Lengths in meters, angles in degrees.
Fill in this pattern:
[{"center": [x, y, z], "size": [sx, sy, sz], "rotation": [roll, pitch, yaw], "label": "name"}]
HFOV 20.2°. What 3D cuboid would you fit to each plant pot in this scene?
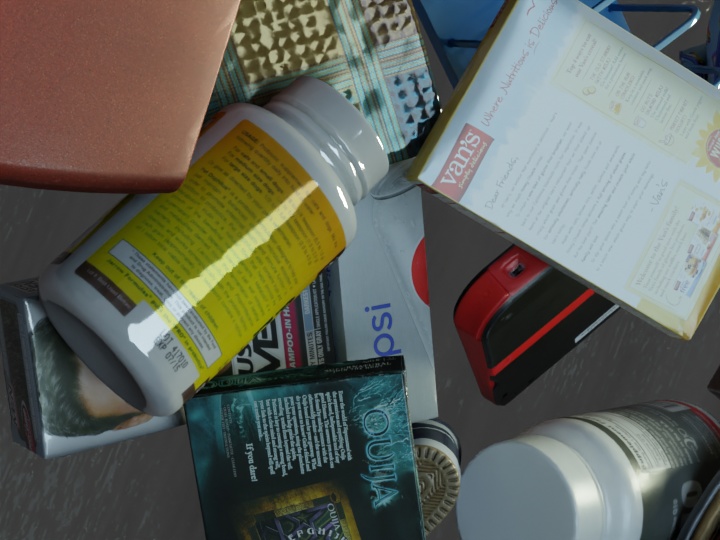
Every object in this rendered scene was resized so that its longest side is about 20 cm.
[{"center": [-0.178, -0.136, 1.090], "size": [0.176, 0.200, 0.200], "rotation": [17, 88, -31], "label": "plant pot"}]

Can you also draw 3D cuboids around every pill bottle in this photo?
[{"center": [-0.079, -0.019, 1.149], "size": [0.200, 0.109, 0.109], "rotation": [-44, 116, -18], "label": "pill bottle"}, {"center": [0.160, 0.151, 1.346], "size": [0.200, 0.114, 0.114], "rotation": [-5, 100, -50], "label": "pill bottle"}]

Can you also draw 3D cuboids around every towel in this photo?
[{"center": [-0.059, -0.116, 1.217], "size": [0.200, 0.022, 0.147], "rotation": [-16, 100, -4], "label": "towel"}]

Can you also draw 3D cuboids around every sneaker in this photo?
[{"center": [-0.012, 0.168, 1.310], "size": [0.200, 0.109, 0.070], "rotation": [-38, 96, 14], "label": "sneaker"}]

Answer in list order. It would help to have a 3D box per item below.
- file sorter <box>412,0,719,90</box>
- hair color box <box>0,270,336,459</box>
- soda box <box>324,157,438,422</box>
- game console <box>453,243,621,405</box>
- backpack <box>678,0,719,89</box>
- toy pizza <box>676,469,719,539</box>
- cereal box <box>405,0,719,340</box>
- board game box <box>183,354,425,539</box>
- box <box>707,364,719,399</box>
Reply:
[{"center": [0.129, -0.179, 1.309], "size": [0.139, 0.123, 0.200], "rotation": [-37, 113, -21], "label": "file sorter"}, {"center": [-0.117, 0.041, 1.233], "size": [0.200, 0.061, 0.099], "rotation": [-13, 103, -27], "label": "hair color box"}, {"center": [0.000, 0.000, 1.292], "size": [0.068, 0.063, 0.200], "rotation": [-10, 101, -29], "label": "soda box"}, {"center": [0.149, -0.003, 1.328], "size": [0.200, 0.031, 0.177], "rotation": [-39, 158, -7], "label": "game console"}, {"center": [0.314, -0.150, 1.413], "size": [0.182, 0.134, 0.200], "rotation": [-19, 107, -26], "label": "backpack"}, {"center": [0.264, 0.192, 1.379], "size": [0.200, 0.032, 0.200], "rotation": [-35, 141, -35], "label": "toy pizza"}, {"center": [0.147, -0.068, 1.224], "size": [0.200, 0.040, 0.144], "rotation": [31, 87, -10], "label": "cereal box"}, {"center": [-0.027, 0.154, 1.227], "size": [0.135, 0.028, 0.200], "rotation": [-7, 110, 1], "label": "board game box"}, {"center": [0.402, 0.083, 1.480], "size": [0.200, 0.164, 0.166], "rotation": [39, 77, -28], "label": "box"}]
